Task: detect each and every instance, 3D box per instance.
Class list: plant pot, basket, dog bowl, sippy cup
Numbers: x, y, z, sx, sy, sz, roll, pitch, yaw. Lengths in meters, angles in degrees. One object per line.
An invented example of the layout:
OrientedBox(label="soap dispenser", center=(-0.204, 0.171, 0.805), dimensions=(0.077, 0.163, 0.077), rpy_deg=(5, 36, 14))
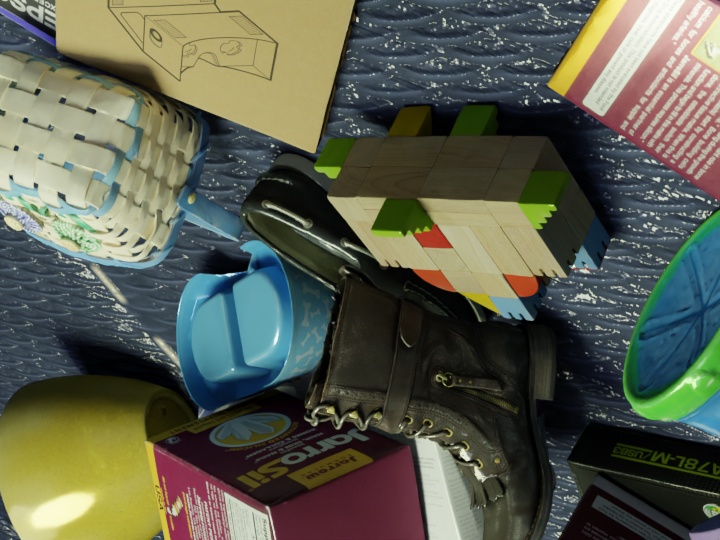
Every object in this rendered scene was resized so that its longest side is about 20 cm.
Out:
OrientedBox(label="plant pot", center=(-0.236, 0.185, 1.385), dimensions=(0.141, 0.201, 0.201), rpy_deg=(-20, 121, 22))
OrientedBox(label="basket", center=(-0.194, -0.078, 1.060), dimensions=(0.175, 0.140, 0.200), rpy_deg=(19, 179, 23))
OrientedBox(label="dog bowl", center=(-0.084, 0.045, 1.129), dimensions=(0.200, 0.049, 0.113), rpy_deg=(-29, 68, 55))
OrientedBox(label="sippy cup", center=(0.243, 0.049, 0.820), dimensions=(0.130, 0.140, 0.178), rpy_deg=(29, -171, -8))

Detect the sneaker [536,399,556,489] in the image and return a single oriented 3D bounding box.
OrientedBox(label="sneaker", center=(0.084, 0.119, 1.119), dimensions=(0.199, 0.074, 0.089), rpy_deg=(7, 99, 55))

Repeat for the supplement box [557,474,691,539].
OrientedBox(label="supplement box", center=(0.163, 0.257, 0.990), dimensions=(0.108, 0.200, 0.061), rpy_deg=(30, 146, 12))

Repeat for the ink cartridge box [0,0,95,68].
OrientedBox(label="ink cartridge box", center=(-0.271, -0.242, 0.998), dimensions=(0.197, 0.044, 0.200), rpy_deg=(31, 147, 6))

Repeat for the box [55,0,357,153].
OrientedBox(label="box", center=(-0.106, -0.164, 0.926), dimensions=(0.198, 0.021, 0.164), rpy_deg=(21, 146, 1))

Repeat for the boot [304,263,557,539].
OrientedBox(label="boot", center=(0.043, 0.107, 0.974), dimensions=(0.172, 0.202, 0.069), rpy_deg=(10, 164, -17))

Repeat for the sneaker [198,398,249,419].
OrientedBox(label="sneaker", center=(-0.113, 0.191, 1.351), dimensions=(0.114, 0.081, 0.200), rpy_deg=(-1, 133, 40))

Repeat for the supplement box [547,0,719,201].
OrientedBox(label="supplement box", center=(0.210, -0.094, 0.701), dimensions=(0.199, 0.086, 0.111), rpy_deg=(34, 146, 4))

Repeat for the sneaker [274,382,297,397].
OrientedBox(label="sneaker", center=(-0.009, 0.173, 1.231), dimensions=(0.199, 0.082, 0.071), rpy_deg=(21, 142, 21))

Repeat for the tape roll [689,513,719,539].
OrientedBox(label="tape roll", center=(0.297, 0.156, 0.813), dimensions=(0.200, 0.199, 0.086), rpy_deg=(-38, 70, 56))

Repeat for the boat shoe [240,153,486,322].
OrientedBox(label="boat shoe", center=(0.000, 0.000, 1.030), dimensions=(0.199, 0.060, 0.076), rpy_deg=(35, 147, 2))

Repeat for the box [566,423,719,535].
OrientedBox(label="box", center=(0.269, 0.212, 1.059), dimensions=(0.192, 0.048, 0.201), rpy_deg=(7, 136, 35))

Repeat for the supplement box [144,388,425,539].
OrientedBox(label="supplement box", center=(-0.062, 0.177, 1.088), dimensions=(0.199, 0.130, 0.104), rpy_deg=(14, 117, 54))

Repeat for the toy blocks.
OrientedBox(label="toy blocks", center=(0.078, -0.024, 0.919), dimensions=(0.199, 0.100, 0.137), rpy_deg=(4, 147, 40))

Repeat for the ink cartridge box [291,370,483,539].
OrientedBox(label="ink cartridge box", center=(0.019, 0.135, 1.102), dimensions=(0.199, 0.040, 0.202), rpy_deg=(-7, 101, 59))
